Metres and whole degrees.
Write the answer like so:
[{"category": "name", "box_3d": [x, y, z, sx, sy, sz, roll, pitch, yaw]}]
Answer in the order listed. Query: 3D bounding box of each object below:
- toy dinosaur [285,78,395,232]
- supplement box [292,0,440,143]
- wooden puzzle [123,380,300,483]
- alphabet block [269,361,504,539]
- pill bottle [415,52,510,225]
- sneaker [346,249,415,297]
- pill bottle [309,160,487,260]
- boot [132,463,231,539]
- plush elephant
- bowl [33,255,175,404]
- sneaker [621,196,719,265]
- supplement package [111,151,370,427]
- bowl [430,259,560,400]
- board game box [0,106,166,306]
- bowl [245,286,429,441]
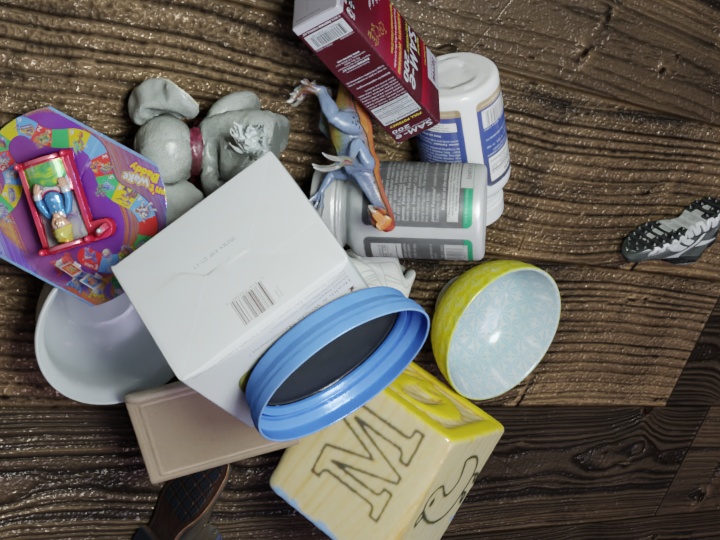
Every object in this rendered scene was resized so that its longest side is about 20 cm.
[{"category": "toy dinosaur", "box_3d": [-0.003, -0.135, 1.255, 0.181, 0.105, 0.200, 44, 82, 0]}, {"category": "supplement box", "box_3d": [0.010, -0.243, 1.243, 0.061, 0.109, 0.200, -22, 137, 27]}, {"category": "wooden puzzle", "box_3d": [-0.165, 0.167, 1.317, 0.184, 0.037, 0.200, -14, 144, -10]}, {"category": "alphabet block", "box_3d": [0.035, 0.241, 1.497, 0.201, 0.196, 0.195, -62, 157, 13]}, {"category": "pill bottle", "box_3d": [0.124, -0.153, 1.399, 0.111, 0.111, 0.201, -29, 131, -18]}, {"category": "sneaker", "box_3d": [0.000, 0.000, 1.442, 0.200, 0.075, 0.081, 31, 89, -51]}, {"category": "pill bottle", "box_3d": [0.046, -0.071, 1.334, 0.199, 0.113, 0.114, 3, 125, 8]}, {"category": "boot", "box_3d": [-0.214, 0.318, 1.493, 0.200, 0.075, 0.097, -50, 147, 12]}, {"category": "plush elephant", "box_3d": [-0.164, -0.115, 1.193, 0.200, 0.154, 0.166, 77, 17, -79]}, {"category": "bowl", "box_3d": [-0.269, 0.038, 1.247, 0.200, 0.090, 0.202, -19, 128, -26]}, {"category": "sneaker", "box_3d": [0.484, -0.039, 1.770, 0.199, 0.066, 0.091, -24, 127, -25]}, {"category": "supplement package", "box_3d": [-0.099, 0.027, 1.141, 0.191, 0.147, 0.200, -36, 156, 0]}, {"category": "bowl", "box_3d": [0.164, 0.064, 1.569, 0.199, 0.108, 0.201, -20, 126, -29]}, {"category": "board game box", "box_3d": [-0.289, -0.062, 1.116, 0.199, 0.039, 0.159, 28, 97, -1]}, {"category": "bowl", "box_3d": [-0.024, 0.090, 1.125, 0.200, 0.039, 0.201, -30, 155, -15]}]
